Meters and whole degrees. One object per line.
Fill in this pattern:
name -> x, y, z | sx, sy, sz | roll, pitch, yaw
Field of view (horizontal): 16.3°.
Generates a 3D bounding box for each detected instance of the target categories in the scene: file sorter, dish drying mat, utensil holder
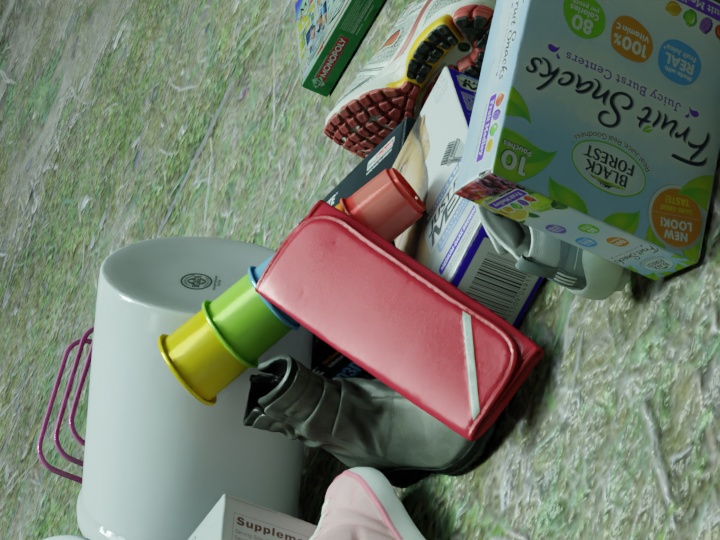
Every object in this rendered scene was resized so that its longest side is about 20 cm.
file sorter -> -0.182, 0.108, 2.150 | 0.200, 0.125, 0.140 | -35, 38, 60
dish drying mat -> 0.021, 0.029, 1.602 | 0.200, 0.018, 0.077 | 34, 86, 32
utensil holder -> -0.120, 0.095, 1.831 | 0.170, 0.169, 0.202 | -117, 30, -66

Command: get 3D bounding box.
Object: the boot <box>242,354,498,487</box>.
boot -> 0.003, 0.089, 1.646 | 0.200, 0.130, 0.068 | -36, 38, 59

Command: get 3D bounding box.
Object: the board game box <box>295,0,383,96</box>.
board game box -> 0.001, -0.267, 2.181 | 0.201, 0.029, 0.135 | -58, 23, 31

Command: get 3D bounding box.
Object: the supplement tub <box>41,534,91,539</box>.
supplement tub -> -0.173, 0.283, 1.801 | 0.122, 0.200, 0.123 | -18, 51, 23

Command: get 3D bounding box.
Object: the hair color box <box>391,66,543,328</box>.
hair color box -> 0.073, -0.041, 1.692 | 0.110, 0.064, 0.200 | -62, 18, 24

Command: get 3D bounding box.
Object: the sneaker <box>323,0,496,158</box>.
sneaker -> 0.046, -0.150, 1.882 | 0.200, 0.078, 0.083 | -39, 30, 40

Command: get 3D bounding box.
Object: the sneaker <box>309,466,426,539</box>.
sneaker -> -0.018, 0.188, 1.622 | 0.200, 0.104, 0.076 | -133, 32, -67

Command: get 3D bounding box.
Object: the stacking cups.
stacking cups -> -0.042, 0.010, 1.682 | 0.200, 0.061, 0.061 | -37, 28, 12

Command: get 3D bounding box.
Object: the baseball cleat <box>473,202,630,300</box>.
baseball cleat -> 0.122, -0.073, 1.521 | 0.201, 0.106, 0.070 | -87, 21, -46

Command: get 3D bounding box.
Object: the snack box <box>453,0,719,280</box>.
snack box -> 0.143, -0.114, 1.448 | 0.053, 0.141, 0.201 | -29, 43, 61

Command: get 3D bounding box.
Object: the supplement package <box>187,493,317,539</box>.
supplement package -> -0.072, 0.275, 1.682 | 0.117, 0.117, 0.201 | -53, 24, 41

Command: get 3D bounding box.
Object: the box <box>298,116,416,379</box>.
box -> 0.000, 0.000, 1.878 | 0.200, 0.046, 0.160 | -41, 34, 56
